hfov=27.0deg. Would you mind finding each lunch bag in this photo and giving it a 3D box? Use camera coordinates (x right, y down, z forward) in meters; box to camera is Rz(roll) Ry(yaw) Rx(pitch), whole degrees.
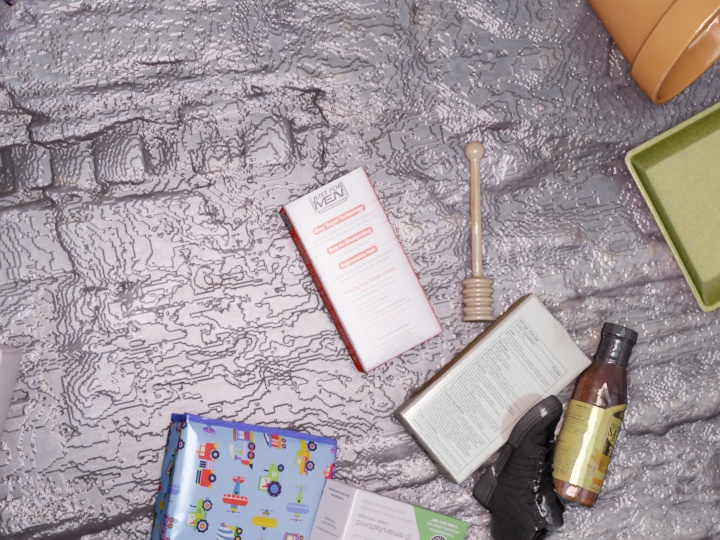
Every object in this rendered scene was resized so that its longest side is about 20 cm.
[{"bbox_3d":[-0.112,0.242,1.599,0.198,0.094,0.153,12,82,-16],"label":"lunch bag"}]

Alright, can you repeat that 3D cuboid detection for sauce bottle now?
[{"bbox_3d":[0.259,0.158,1.657,0.065,0.066,0.202,19,86,-6],"label":"sauce bottle"}]

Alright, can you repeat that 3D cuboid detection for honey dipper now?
[{"bbox_3d":[0.131,-0.044,1.672,0.037,0.038,0.203,1,82,-7],"label":"honey dipper"}]

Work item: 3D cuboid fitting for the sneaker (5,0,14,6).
[{"bbox_3d":[-0.350,-0.387,1.622,0.087,0.074,0.201,38,91,-17],"label":"sneaker"}]

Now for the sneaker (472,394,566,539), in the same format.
[{"bbox_3d":[0.188,0.233,1.608,0.060,0.201,0.104,-18,57,-47],"label":"sneaker"}]

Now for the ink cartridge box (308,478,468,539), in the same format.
[{"bbox_3d":[0.012,0.340,1.585,0.144,0.084,0.202,20,83,-24],"label":"ink cartridge box"}]

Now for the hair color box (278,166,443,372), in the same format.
[{"bbox_3d":[0.000,0.000,1.637,0.101,0.061,0.202,-26,91,-8],"label":"hair color box"}]

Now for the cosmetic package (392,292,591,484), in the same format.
[{"bbox_3d":[0.143,0.129,1.641,0.199,0.071,0.106,-40,91,-8],"label":"cosmetic package"}]

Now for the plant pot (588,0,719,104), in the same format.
[{"bbox_3d":[0.343,-0.303,1.648,0.200,0.200,0.140,-44,76,-8],"label":"plant pot"}]

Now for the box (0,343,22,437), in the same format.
[{"bbox_3d":[-0.461,0.135,1.497,0.197,0.200,0.173,15,86,-5],"label":"box"}]

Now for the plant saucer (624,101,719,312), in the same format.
[{"bbox_3d":[0.419,-0.084,1.704,0.198,0.048,0.202,-28,90,-8],"label":"plant saucer"}]
